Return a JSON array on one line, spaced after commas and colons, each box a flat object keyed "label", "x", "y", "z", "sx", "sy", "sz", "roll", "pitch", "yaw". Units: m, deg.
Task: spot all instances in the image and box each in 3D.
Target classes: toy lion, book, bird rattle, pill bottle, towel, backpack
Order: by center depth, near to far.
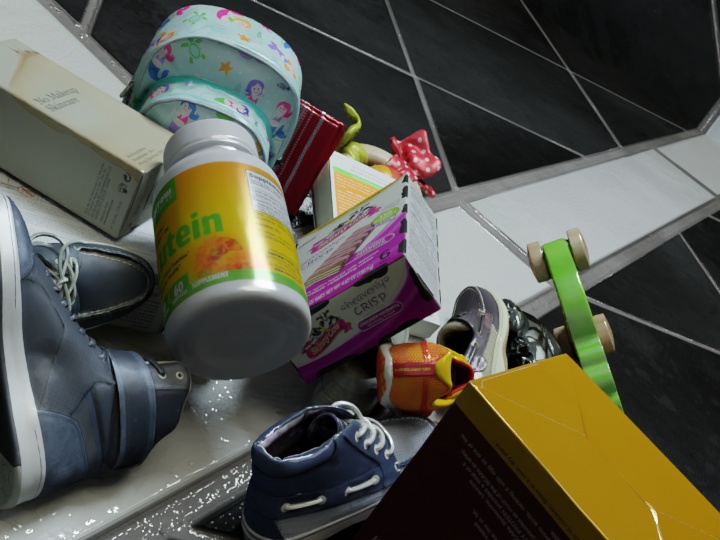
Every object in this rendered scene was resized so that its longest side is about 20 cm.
[{"label": "pill bottle", "x": -0.110, "y": -0.024, "z": 0.748, "sx": 0.110, "sy": 0.111, "sz": 0.202, "roll": 12, "pitch": 45, "yaw": -32}, {"label": "backpack", "x": -0.152, "y": -0.153, "z": 0.939, "sx": 0.176, "sy": 0.201, "sz": 0.151, "roll": 23, "pitch": 30, "yaw": -17}, {"label": "toy lion", "x": 0.248, "y": 0.082, "z": 1.023, "sx": 0.192, "sy": 0.068, "sz": 0.201, "roll": -89, "pitch": 159, "yaw": -59}, {"label": "towel", "x": -0.127, "y": -0.160, "z": 1.033, "sx": 0.199, "sy": 0.145, "sz": 0.023, "roll": 32, "pitch": 40, "yaw": -1}, {"label": "book", "x": 0.016, "y": -0.029, "z": 1.039, "sx": 0.132, "sy": 0.048, "sz": 0.202, "roll": 18, "pitch": 45, "yaw": -27}, {"label": "bird rattle", "x": 0.022, "y": -0.115, "z": 1.197, "sx": 0.199, "sy": 0.112, "sz": 0.165, "roll": 23, "pitch": 43, "yaw": -37}]

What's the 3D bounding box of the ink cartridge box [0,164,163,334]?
[{"label": "ink cartridge box", "x": -0.265, "y": -0.034, "z": 0.809, "sx": 0.198, "sy": 0.044, "sz": 0.174, "roll": 16, "pitch": 28, "yaw": -26}]

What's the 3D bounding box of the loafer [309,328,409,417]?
[{"label": "loafer", "x": 0.011, "y": 0.079, "z": 0.876, "sx": 0.069, "sy": 0.070, "sz": 0.200, "roll": 29, "pitch": 28, "yaw": 2}]

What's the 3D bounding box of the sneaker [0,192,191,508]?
[{"label": "sneaker", "x": -0.198, "y": 0.046, "z": 0.651, "sx": 0.145, "sy": 0.076, "sz": 0.205, "roll": -5, "pitch": 84, "yaw": -46}]

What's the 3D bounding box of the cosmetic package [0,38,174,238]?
[{"label": "cosmetic package", "x": -0.265, "y": -0.121, "z": 0.835, "sx": 0.199, "sy": 0.074, "sz": 0.104, "roll": 31, "pitch": 26, "yaw": 2}]

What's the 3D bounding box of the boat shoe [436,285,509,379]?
[{"label": "boat shoe", "x": 0.113, "y": 0.076, "z": 0.984, "sx": 0.064, "sy": 0.072, "sz": 0.201, "roll": 31, "pitch": 34, "yaw": -17}]

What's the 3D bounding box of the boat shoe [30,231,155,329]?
[{"label": "boat shoe", "x": -0.245, "y": 0.009, "z": 0.694, "sx": 0.198, "sy": 0.076, "sz": 0.062, "roll": 3, "pitch": -5, "yaw": -29}]

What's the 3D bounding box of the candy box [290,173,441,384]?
[{"label": "candy box", "x": 0.000, "y": 0.000, "z": 0.835, "sx": 0.061, "sy": 0.135, "sz": 0.200, "roll": 55, "pitch": 16, "yaw": -18}]

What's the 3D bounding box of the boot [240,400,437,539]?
[{"label": "boot", "x": -0.001, "y": 0.137, "z": 0.708, "sx": 0.072, "sy": 0.091, "sz": 0.199, "roll": 33, "pitch": 38, "yaw": 33}]

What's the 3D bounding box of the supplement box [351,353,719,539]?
[{"label": "supplement box", "x": 0.123, "y": 0.206, "z": 0.657, "sx": 0.132, "sy": 0.201, "sz": 0.198, "roll": -6, "pitch": 47, "yaw": -48}]

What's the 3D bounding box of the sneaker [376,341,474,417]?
[{"label": "sneaker", "x": 0.063, "y": 0.101, "z": 0.820, "sx": 0.076, "sy": 0.074, "sz": 0.200, "roll": 0, "pitch": -6, "yaw": 10}]

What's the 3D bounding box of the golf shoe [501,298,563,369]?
[{"label": "golf shoe", "x": 0.191, "y": 0.107, "z": 1.006, "sx": 0.094, "sy": 0.078, "sz": 0.201, "roll": 24, "pitch": 31, "yaw": -15}]

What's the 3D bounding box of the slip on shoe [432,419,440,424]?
[{"label": "slip on shoe", "x": 0.072, "y": 0.160, "z": 0.822, "sx": 0.199, "sy": 0.061, "sz": 0.076, "roll": 1, "pitch": 42, "yaw": -44}]
